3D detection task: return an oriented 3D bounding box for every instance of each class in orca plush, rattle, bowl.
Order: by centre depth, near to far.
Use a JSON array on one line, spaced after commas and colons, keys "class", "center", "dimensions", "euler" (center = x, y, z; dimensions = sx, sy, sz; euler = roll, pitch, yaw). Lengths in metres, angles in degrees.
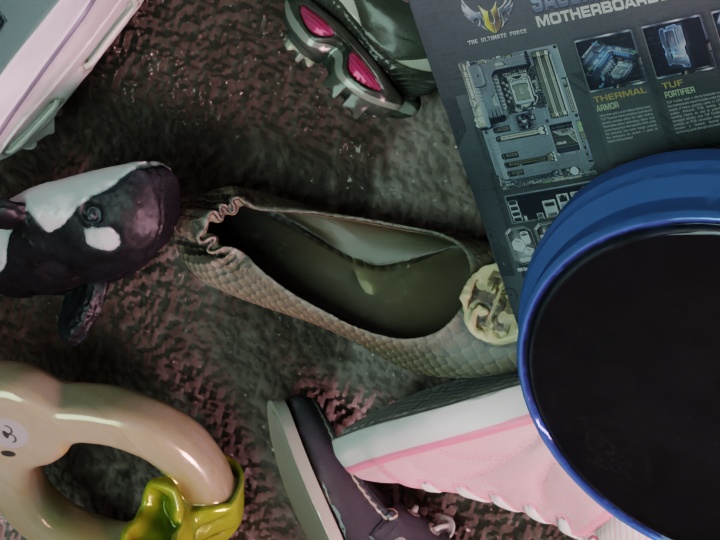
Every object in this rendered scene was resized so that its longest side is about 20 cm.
[{"class": "bowl", "center": [0.157, 0.043, 1.220], "dimensions": [0.200, 0.039, 0.201], "euler": [13, 131, 15]}, {"class": "orca plush", "center": [-0.156, 0.002, 1.422], "dimensions": [0.200, 0.105, 0.071], "euler": [-12, 83, 32]}, {"class": "rattle", "center": [-0.162, 0.116, 1.435], "dimensions": [0.200, 0.143, 0.130], "euler": [33, 150, -20]}]

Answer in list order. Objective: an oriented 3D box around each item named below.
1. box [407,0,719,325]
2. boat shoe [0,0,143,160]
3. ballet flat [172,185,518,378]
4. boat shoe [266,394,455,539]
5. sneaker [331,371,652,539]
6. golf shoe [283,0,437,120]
[{"class": "box", "center": [0.133, -0.069, 1.224], "dimensions": [0.200, 0.051, 0.158], "euler": [-11, 108, 31]}, {"class": "boat shoe", "center": [-0.171, -0.085, 1.410], "dimensions": [0.200, 0.066, 0.072], "euler": [-52, 50, 16]}, {"class": "ballet flat", "center": [0.000, 0.000, 1.370], "dimensions": [0.200, 0.046, 0.068], "euler": [17, 75, 25]}, {"class": "boat shoe", "center": [0.019, 0.142, 1.435], "dimensions": [0.063, 0.073, 0.200], "euler": [-27, 90, -10]}, {"class": "sneaker", "center": [0.085, 0.095, 1.356], "dimensions": [0.200, 0.075, 0.105], "euler": [-14, 98, 27]}, {"class": "golf shoe", "center": [-0.029, -0.157, 1.330], "dimensions": [0.200, 0.077, 0.088], "euler": [43, 103, 3]}]
